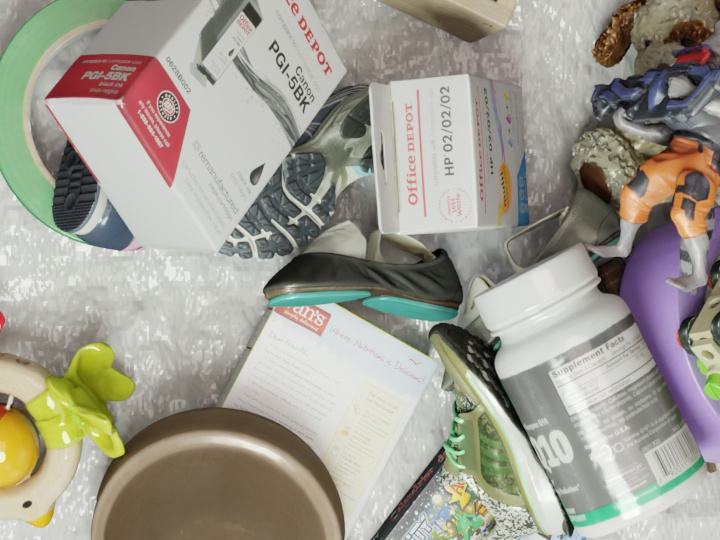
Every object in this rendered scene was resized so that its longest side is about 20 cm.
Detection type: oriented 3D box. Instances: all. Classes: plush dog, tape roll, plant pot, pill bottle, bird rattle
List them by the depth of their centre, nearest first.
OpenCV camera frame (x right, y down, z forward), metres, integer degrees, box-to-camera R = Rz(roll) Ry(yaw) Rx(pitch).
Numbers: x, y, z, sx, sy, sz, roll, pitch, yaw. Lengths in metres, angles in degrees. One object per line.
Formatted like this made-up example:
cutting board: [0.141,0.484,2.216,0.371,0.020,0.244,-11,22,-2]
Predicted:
plant pot: [-0.111,0.230,1.243,0.198,0.175,0.202,0,113,1]
bird rattle: [-0.276,0.110,1.281,0.198,0.113,0.165,19,103,-8]
pill bottle: [0.171,0.089,1.283,0.112,0.113,0.202,-26,89,-10]
tape roll: [-0.189,-0.118,1.319,0.198,0.048,0.203,0,90,-12]
tape roll: [0.299,0.051,1.369,0.199,0.065,0.203,13,69,-37]
plush dog: [0.276,-0.147,1.372,0.160,0.199,0.174,-22,107,-44]

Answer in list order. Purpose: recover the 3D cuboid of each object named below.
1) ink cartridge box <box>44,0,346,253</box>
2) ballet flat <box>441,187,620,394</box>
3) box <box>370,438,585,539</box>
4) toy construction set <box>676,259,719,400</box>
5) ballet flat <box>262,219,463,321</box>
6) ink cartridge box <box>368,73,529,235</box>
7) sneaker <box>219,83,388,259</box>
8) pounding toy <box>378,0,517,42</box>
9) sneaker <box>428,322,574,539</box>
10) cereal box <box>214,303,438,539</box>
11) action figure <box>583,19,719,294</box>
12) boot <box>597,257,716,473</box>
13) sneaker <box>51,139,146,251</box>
ink cartridge box: [-0.112,-0.135,1.223,0.201,0.082,0.147,-57,133,-31]
ballet flat: [0.125,0.013,1.370,0.200,0.067,0.064,-44,85,8]
box: [0.105,0.211,1.389,0.136,0.038,0.201,40,83,-10]
toy construction set: [0.315,0.055,1.286,0.131,0.092,0.201,48,42,-19]
ballet flat: [0.000,0.000,1.328,0.199,0.068,0.069,7,75,-44]
ink cartridge box: [0.072,-0.087,1.296,0.067,0.200,0.117,-4,91,20]
sneaker: [-0.051,-0.078,1.324,0.199,0.086,0.078,-35,119,-22]
pounding toy: [0.061,-0.315,1.322,0.182,0.142,0.202,22,86,-12]
sneaker: [0.092,0.137,1.327,0.088,0.077,0.201,-26,101,14]
cereal box: [-0.045,0.126,1.355,0.143,0.040,0.201,30,84,-10]
action figure: [0.240,-0.092,1.276,0.104,0.200,0.195,21,94,-17]
boot: [0.220,0.095,1.408,0.096,0.075,0.201,-27,98,9]
sneaker: [-0.167,-0.111,1.277,0.082,0.070,0.202,28,77,-43]
